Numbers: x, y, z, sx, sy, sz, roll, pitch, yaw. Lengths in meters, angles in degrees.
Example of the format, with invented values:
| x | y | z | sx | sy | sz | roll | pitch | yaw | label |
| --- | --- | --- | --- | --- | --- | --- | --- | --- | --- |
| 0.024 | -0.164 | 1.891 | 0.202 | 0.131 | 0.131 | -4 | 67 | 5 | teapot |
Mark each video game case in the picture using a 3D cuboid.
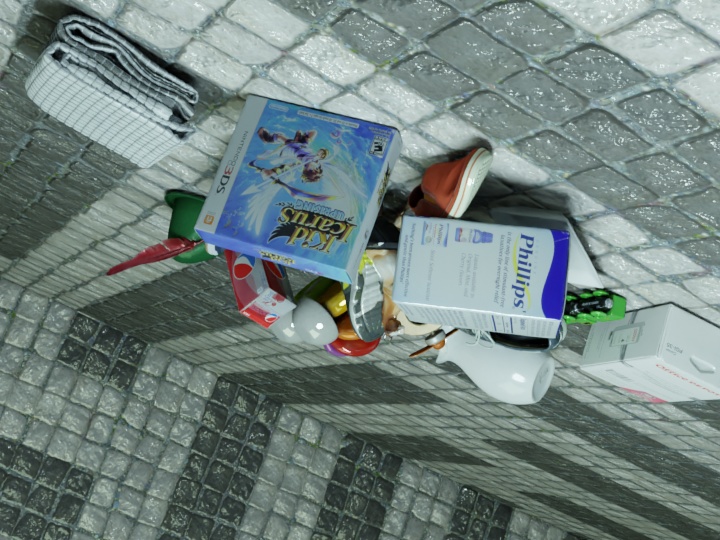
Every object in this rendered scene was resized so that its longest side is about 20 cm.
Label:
| x | y | z | sx | sy | sz | roll | pitch | yaw | label |
| --- | --- | --- | --- | --- | --- | --- | --- | --- | --- |
| -0.072 | -0.098 | 1.247 | 0.197 | 0.184 | 0.046 | 15 | 163 | 17 | video game case |

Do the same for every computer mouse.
| x | y | z | sx | sy | sz | roll | pitch | yaw | label |
| --- | --- | --- | --- | --- | --- | --- | --- | --- | --- |
| -0.042 | -0.052 | 1.402 | 0.139 | 0.047 | 0.198 | 4 | 177 | -44 | computer mouse |

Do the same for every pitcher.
| x | y | z | sx | sy | sz | roll | pitch | yaw | label |
| --- | --- | --- | --- | --- | --- | --- | --- | --- | --- |
| 0.216 | 0.128 | 1.772 | 0.198 | 0.122 | 0.173 | 24 | 152 | 31 | pitcher |

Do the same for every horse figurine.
| x | y | z | sx | sy | sz | roll | pitch | yaw | label |
| --- | --- | --- | --- | --- | --- | --- | --- | --- | --- |
| 0.049 | -0.014 | 1.456 | 0.049 | 0.203 | 0.132 | -21 | 180 | -35 | horse figurine |

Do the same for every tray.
| x | y | z | sx | sy | sz | roll | pitch | yaw | label |
| --- | --- | --- | --- | --- | --- | --- | --- | --- | --- |
| 0.242 | -0.033 | 1.361 | 0.106 | 0.023 | 0.200 | 10 | 160 | 30 | tray |

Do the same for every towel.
| x | y | z | sx | sy | sz | roll | pitch | yaw | label |
| --- | --- | --- | --- | --- | --- | --- | --- | --- | --- |
| -0.304 | -0.222 | 1.320 | 0.198 | 0.087 | 0.165 | 29 | 160 | -22 | towel |

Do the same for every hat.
| x | y | z | sx | sy | sz | roll | pitch | yaw | label |
| --- | --- | --- | --- | --- | --- | --- | --- | --- | --- |
| -0.287 | -0.017 | 1.772 | 0.197 | 0.179 | 0.166 | 20 | 164 | 1 | hat |

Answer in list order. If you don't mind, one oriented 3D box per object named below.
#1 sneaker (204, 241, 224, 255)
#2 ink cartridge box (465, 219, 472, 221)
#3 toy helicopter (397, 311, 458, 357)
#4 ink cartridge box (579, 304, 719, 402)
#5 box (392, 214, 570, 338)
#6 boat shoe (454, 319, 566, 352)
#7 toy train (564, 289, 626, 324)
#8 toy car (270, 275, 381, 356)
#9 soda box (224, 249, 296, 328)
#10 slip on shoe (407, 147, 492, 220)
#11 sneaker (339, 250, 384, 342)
| x | y | z | sx | sy | sz | roll | pitch | yaw | label |
| --- | --- | --- | --- | --- | --- | --- | --- | --- | --- |
| -0.150 | -0.083 | 1.493 | 0.107 | 0.071 | 0.202 | 18 | 134 | -6 | sneaker |
| 0.128 | -0.006 | 1.503 | 0.114 | 0.069 | 0.199 | 29 | 161 | -25 | ink cartridge box |
| 0.136 | 0.064 | 1.644 | 0.196 | 0.135 | 0.079 | -1 | -171 | 11 | toy helicopter |
| 0.431 | 0.123 | 1.522 | 0.145 | 0.084 | 0.200 | 25 | 164 | -15 | ink cartridge box |
| 0.148 | 0.010 | 1.286 | 0.196 | 0.107 | 0.184 | 7 | 172 | 10 | box |
| 0.198 | 0.078 | 1.552 | 0.197 | 0.076 | 0.062 | 17 | -154 | 26 | boat shoe |
| 0.310 | 0.060 | 1.550 | 0.055 | 0.043 | 0.199 | 15 | 167 | -23 | toy train |
| -0.035 | 0.067 | 1.686 | 0.151 | 0.175 | 0.199 | 54 | 154 | -18 | toy car |
| -0.160 | -0.015 | 1.615 | 0.063 | 0.202 | 0.070 | -36 | 137 | 18 | soda box |
| 0.101 | -0.097 | 1.251 | 0.061 | 0.075 | 0.200 | 34 | 164 | -4 | slip on shoe |
| 0.000 | 0.000 | 1.538 | 0.073 | 0.204 | 0.084 | -11 | -169 | -24 | sneaker |
